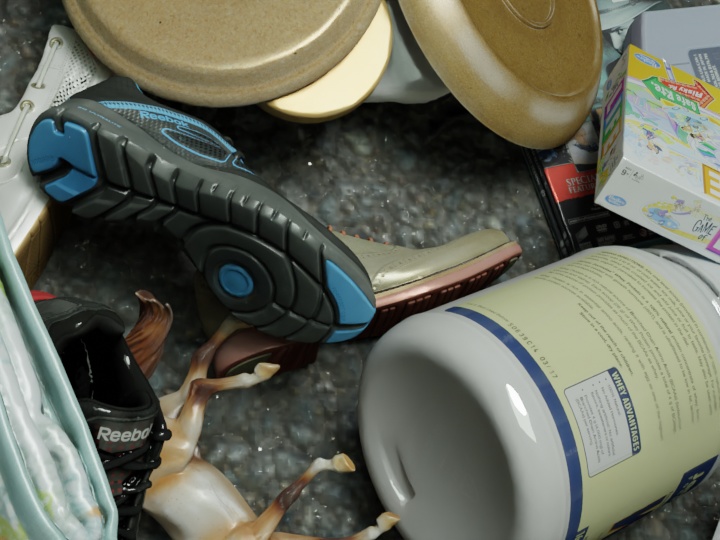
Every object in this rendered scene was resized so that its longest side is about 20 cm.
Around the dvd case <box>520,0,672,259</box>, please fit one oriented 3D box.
[{"bbox_3d":[0.167,-0.110,0.882,0.144,0.022,0.202,-13,74,-20],"label":"dvd case"}]

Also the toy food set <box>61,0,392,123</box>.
[{"bbox_3d":[-0.075,-0.183,0.758,0.197,0.049,0.201,2,72,-1],"label":"toy food set"}]

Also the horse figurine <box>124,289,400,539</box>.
[{"bbox_3d":[-0.075,0.109,0.694,0.132,0.050,0.201,-37,86,9],"label":"horse figurine"}]

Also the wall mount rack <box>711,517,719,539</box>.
[{"bbox_3d":[0.218,0.164,0.722,0.173,0.074,0.202,34,72,-31],"label":"wall mount rack"}]

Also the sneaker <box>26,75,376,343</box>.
[{"bbox_3d":[-0.071,-0.039,0.692,0.199,0.074,0.082,34,36,-1],"label":"sneaker"}]

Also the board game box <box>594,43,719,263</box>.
[{"bbox_3d":[0.235,-0.046,0.777,0.198,0.034,0.135,25,38,-6],"label":"board game box"}]

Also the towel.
[{"bbox_3d":[-0.204,0.076,0.627,0.048,0.171,0.202,-4,65,-51],"label":"towel"}]

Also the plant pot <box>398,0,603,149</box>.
[{"bbox_3d":[0.091,-0.173,0.806,0.199,0.027,0.203,24,55,-39],"label":"plant pot"}]

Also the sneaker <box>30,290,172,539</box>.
[{"bbox_3d":[-0.137,0.105,0.649,0.070,0.097,0.203,-3,82,-48],"label":"sneaker"}]

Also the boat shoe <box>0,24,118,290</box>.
[{"bbox_3d":[-0.190,-0.055,0.734,0.069,0.071,0.202,24,55,-5],"label":"boat shoe"}]

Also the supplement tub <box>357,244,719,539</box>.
[{"bbox_3d":[0.113,0.070,0.715,0.198,0.145,0.146,-18,74,-35],"label":"supplement tub"}]

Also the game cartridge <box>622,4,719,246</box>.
[{"bbox_3d":[0.246,-0.078,0.861,0.131,0.042,0.203,-9,72,-15],"label":"game cartridge"}]

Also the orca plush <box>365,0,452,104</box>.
[{"bbox_3d":[-0.033,-0.147,0.824,0.197,0.071,0.107,5,91,2],"label":"orca plush"}]

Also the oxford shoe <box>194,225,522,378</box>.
[{"bbox_3d":[0.000,0.000,0.763,0.198,0.071,0.075,-16,71,-21],"label":"oxford shoe"}]
